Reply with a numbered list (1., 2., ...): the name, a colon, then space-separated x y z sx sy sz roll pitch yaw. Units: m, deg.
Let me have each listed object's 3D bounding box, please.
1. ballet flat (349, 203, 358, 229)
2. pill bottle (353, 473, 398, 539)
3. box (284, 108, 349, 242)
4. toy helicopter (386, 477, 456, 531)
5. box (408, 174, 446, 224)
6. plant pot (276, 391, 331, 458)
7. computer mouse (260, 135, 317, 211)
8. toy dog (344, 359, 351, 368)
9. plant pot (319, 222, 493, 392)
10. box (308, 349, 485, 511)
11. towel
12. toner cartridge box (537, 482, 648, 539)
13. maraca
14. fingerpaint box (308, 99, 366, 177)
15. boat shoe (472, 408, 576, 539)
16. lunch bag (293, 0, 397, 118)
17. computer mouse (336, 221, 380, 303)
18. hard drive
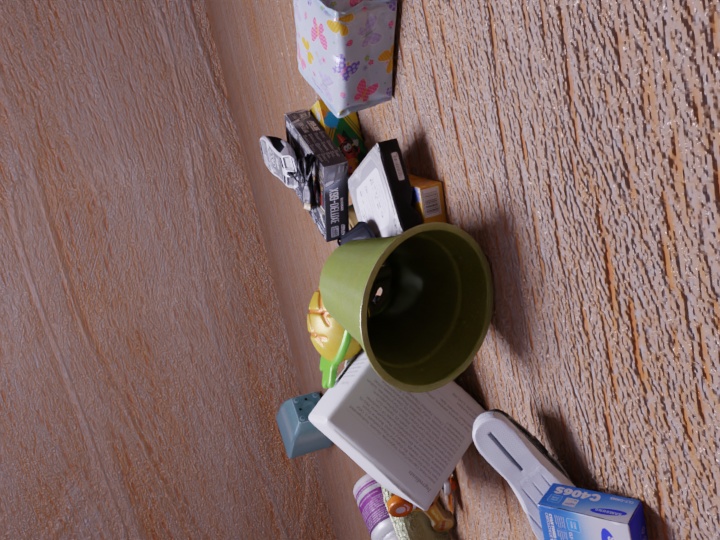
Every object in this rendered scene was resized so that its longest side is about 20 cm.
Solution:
1. ballet flat: -0.007 -0.045 1.187 0.069 0.062 0.203 -128 26 -55
2. pill bottle: 0.063 0.627 1.501 0.201 0.110 0.114 -122 22 -48
3. box: -0.081 -0.177 1.078 0.201 0.049 0.160 -124 25 -43
4. toy helicopter: 0.131 0.424 1.093 0.201 0.131 0.079 56 -171 -33
5. box: 0.073 -0.085 0.905 0.200 0.041 0.121 -147 44 -65
6. plant pot: -0.219 0.603 2.378 0.202 0.193 0.198 104 148 -47
7. computer mouse: -0.125 -0.192 1.054 0.200 0.043 0.111 47 152 43
8. toy dog: 0.057 0.244 1.129 0.200 0.137 0.197 83 171 -72
9. plant pot: 0.039 0.032 0.772 0.189 0.197 0.204 16 121 59
10. box: 0.049 0.228 0.917 0.199 0.172 0.199 42 163 -1
11. towel: 0.112 0.481 1.165 0.036 0.147 0.202 -43 47 23
12. toner cartridge box: 0.247 0.327 0.597 0.094 0.043 0.204 -6 101 44
13. maraca: -0.036 0.092 0.938 0.138 0.105 0.203 -103 26 -62
14. fingerpaint box: -0.055 -0.234 1.152 0.200 0.072 0.170 -178 72 -72
15. boat shoe: 0.210 0.240 0.675 0.201 0.072 0.071 55 -155 11
16. lunch bag: -0.034 -0.361 0.863 0.201 0.125 0.171 52 157 33
17. computer mouse: 0.000 0.000 0.969 0.143 0.045 0.200 65 167 -2
18. hard drive: 0.032 -0.100 0.897 0.200 0.037 0.143 155 100 -76
